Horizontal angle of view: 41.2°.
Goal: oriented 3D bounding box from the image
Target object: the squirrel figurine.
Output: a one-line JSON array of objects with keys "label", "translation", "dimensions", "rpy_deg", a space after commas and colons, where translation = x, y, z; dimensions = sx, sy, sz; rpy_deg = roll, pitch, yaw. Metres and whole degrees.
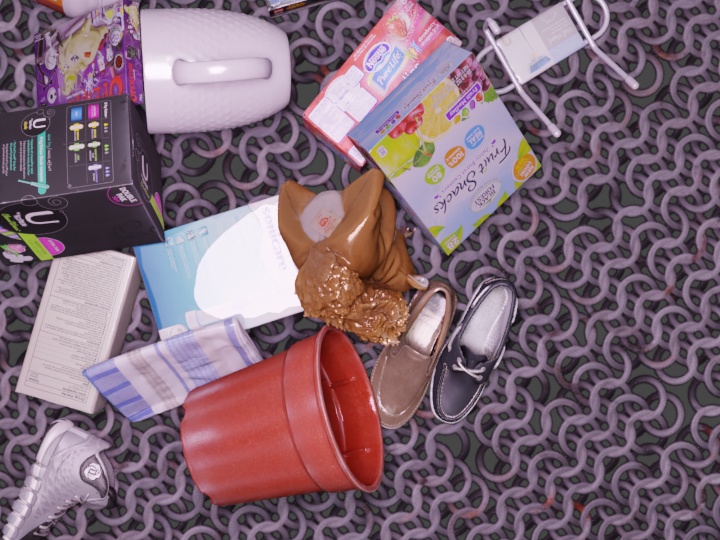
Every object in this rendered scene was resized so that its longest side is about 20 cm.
[{"label": "squirrel figurine", "translation": [0.000, 0.000, 1.156], "dimensions": [0.140, 0.187, 0.202], "rpy_deg": [-12, 59, 26]}]

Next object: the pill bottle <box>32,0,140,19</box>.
[{"label": "pill bottle", "translation": [-0.373, -0.381, 1.186], "dimensions": [0.199, 0.112, 0.113], "rpy_deg": [24, 90, 0]}]

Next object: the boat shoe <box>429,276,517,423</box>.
[{"label": "boat shoe", "translation": [0.143, 0.102, 1.220], "dimensions": [0.075, 0.060, 0.202], "rpy_deg": [19, 90, -1]}]

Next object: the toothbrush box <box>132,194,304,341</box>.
[{"label": "toothbrush box", "translation": [-0.165, 0.005, 1.202], "dimensions": [0.198, 0.085, 0.148], "rpy_deg": [-19, 89, 0]}]

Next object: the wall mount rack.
[{"label": "wall mount rack", "translation": [0.249, -0.270, 1.215], "dimensions": [0.199, 0.075, 0.175], "rpy_deg": [-31, 91, 0]}]

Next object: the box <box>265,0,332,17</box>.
[{"label": "box", "translation": [-0.041, -0.420, 1.228], "dimensions": [0.198, 0.040, 0.138], "rpy_deg": [-16, 89, -1]}]

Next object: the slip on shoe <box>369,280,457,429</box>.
[{"label": "slip on shoe", "translation": [0.067, 0.107, 1.218], "dimensions": [0.076, 0.061, 0.201], "rpy_deg": [27, 89, -1]}]

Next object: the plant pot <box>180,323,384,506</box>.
[{"label": "plant pot", "translation": [-0.097, 0.188, 1.149], "dimensions": [0.194, 0.201, 0.203], "rpy_deg": [-18, 90, 15]}]

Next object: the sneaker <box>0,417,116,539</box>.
[{"label": "sneaker", "translation": [-0.371, 0.298, 1.206], "dimensions": [0.115, 0.075, 0.202], "rpy_deg": [22, 89, -3]}]

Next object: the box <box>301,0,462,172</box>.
[{"label": "box", "translation": [0.026, -0.232, 1.201], "dimensions": [0.099, 0.095, 0.200], "rpy_deg": [39, 90, -2]}]

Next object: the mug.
[{"label": "mug", "translation": [-0.171, -0.240, 1.148], "dimensions": [0.174, 0.200, 0.149], "rpy_deg": [-4, 102, -11]}]

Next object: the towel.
[{"label": "towel", "translation": [-0.221, 0.125, 1.180], "dimensions": [0.198, 0.147, 0.024], "rpy_deg": [-19, 57, 0]}]

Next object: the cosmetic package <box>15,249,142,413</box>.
[{"label": "cosmetic package", "translation": [-0.348, 0.066, 1.205], "dimensions": [0.103, 0.073, 0.202], "rpy_deg": [17, 90, -1]}]

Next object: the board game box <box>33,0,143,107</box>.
[{"label": "board game box", "translation": [-0.334, -0.247, 1.166], "dimensions": [0.199, 0.032, 0.121], "rpy_deg": [-4, 93, 42]}]

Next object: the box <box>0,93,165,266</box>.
[{"label": "box", "translation": [-0.343, -0.102, 1.115], "dimensions": [0.198, 0.149, 0.125], "rpy_deg": [-9, 66, -1]}]

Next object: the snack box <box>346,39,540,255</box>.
[{"label": "snack box", "translation": [0.106, -0.145, 1.166], "dimensions": [0.169, 0.068, 0.200], "rpy_deg": [-44, 130, -1]}]
